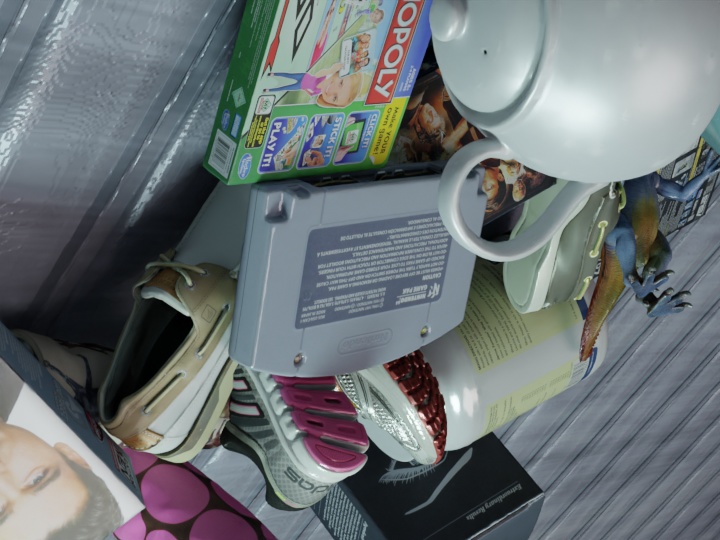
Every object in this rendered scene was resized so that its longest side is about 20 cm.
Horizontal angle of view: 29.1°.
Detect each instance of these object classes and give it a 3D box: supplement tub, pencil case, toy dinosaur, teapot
[{"bbox_3d":[0.093,0.062,1.173,0.199,0.145,0.145,-25,150,-25],"label":"supplement tub"},{"bbox_3d":[-0.143,0.181,1.003,0.094,0.200,0.091,-57,155,8],"label":"pencil case"},{"bbox_3d":[0.206,-0.059,1.103,0.200,0.182,0.105,-35,143,29],"label":"toy dinosaur"},{"bbox_3d":[0.106,-0.137,0.793,0.145,0.201,0.198,-6,155,-27],"label":"teapot"},{"bbox_3d":[-0.169,0.083,0.945,0.199,0.089,0.078,7,98,-51],"label":"pencil case"}]

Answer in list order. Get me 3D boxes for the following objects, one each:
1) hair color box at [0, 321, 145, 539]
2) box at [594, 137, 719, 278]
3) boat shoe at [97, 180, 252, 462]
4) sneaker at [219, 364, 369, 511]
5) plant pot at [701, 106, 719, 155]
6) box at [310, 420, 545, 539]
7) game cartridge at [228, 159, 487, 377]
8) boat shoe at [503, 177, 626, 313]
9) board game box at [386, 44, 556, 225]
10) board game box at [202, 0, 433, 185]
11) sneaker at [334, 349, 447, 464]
[{"bbox_3d":[-0.226,0.091,0.806,0.099,0.061,0.200,-38,119,-2],"label":"hair color box"},{"bbox_3d":[0.263,-0.090,1.260,0.161,0.049,0.200,-30,151,-20],"label":"box"},{"bbox_3d":[-0.104,0.020,0.884,0.068,0.074,0.201,29,76,-48],"label":"boat shoe"},{"bbox_3d":[-0.066,0.081,0.948,0.073,0.200,0.088,3,133,-39],"label":"sneaker"},{"bbox_3d":[0.264,-0.200,0.956,0.196,0.196,0.200,-46,144,14],"label":"plant pot"},{"bbox_3d":[0.040,0.183,1.230,0.147,0.200,0.105,-25,150,-25],"label":"box"},{"bbox_3d":[0.000,0.000,0.905,0.199,0.041,0.134,-9,113,-44],"label":"game cartridge"},{"bbox_3d":[0.164,-0.051,1.057,0.060,0.072,0.202,-5,135,-21],"label":"boat shoe"},{"bbox_3d":[0.040,-0.077,0.963,0.199,0.035,0.136,-30,127,-18],"label":"board game box"},{"bbox_3d":[-0.010,-0.148,0.812,0.134,0.029,0.201,-10,129,-43],"label":"board game box"},{"bbox_3d":[-0.010,0.072,1.045,0.082,0.200,0.078,-41,-173,21],"label":"sneaker"}]
